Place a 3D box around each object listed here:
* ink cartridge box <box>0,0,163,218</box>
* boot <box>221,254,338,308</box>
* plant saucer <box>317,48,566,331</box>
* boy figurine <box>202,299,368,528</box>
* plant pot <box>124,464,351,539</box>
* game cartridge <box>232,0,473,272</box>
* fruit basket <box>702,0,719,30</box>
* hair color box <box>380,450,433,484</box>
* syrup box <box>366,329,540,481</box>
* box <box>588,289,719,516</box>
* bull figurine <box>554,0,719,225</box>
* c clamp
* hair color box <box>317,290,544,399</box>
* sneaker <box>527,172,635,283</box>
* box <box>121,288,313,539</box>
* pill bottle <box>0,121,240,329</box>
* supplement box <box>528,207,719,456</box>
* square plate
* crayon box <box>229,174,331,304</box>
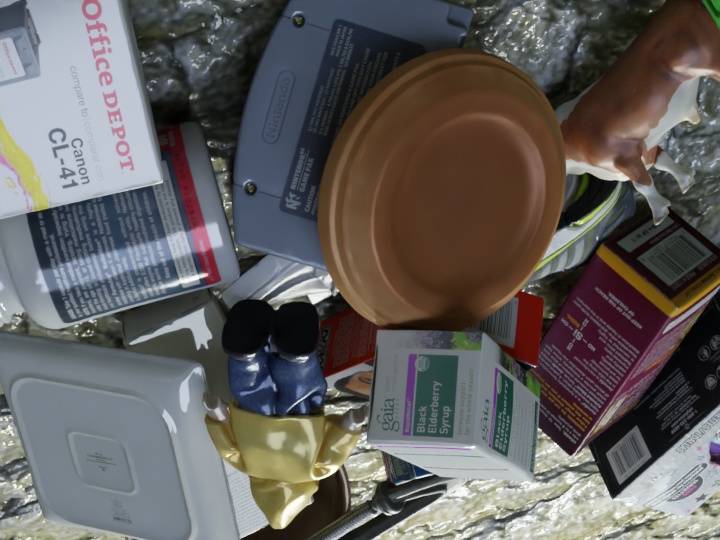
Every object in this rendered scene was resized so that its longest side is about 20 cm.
[{"bbox_3d":[-0.237,-0.112,0.903,0.199,0.086,0.148,-13,116,-5],"label":"ink cartridge box"},{"bbox_3d":[0.000,0.000,1.044,0.199,0.096,0.074,-33,-179,14],"label":"boot"},{"bbox_3d":[0.065,-0.048,0.969,0.199,0.037,0.201,-12,113,-28],"label":"plant saucer"},{"bbox_3d":[-0.055,0.116,1.075,0.124,0.065,0.201,0,131,5],"label":"boy figurine"},{"bbox_3d":[-0.114,0.197,1.277,0.200,0.093,0.202,-3,107,-11],"label":"plant pot"},{"bbox_3d":[-0.014,-0.101,0.980,0.132,0.042,0.201,17,99,-1],"label":"game cartridge"},{"bbox_3d":[0.323,-0.230,0.961,0.214,0.156,0.217,-3,126,-4],"label":"fruit basket"},{"bbox_3d":[0.075,0.150,1.279,0.099,0.061,0.200,-12,171,-8],"label":"hair color box"},{"bbox_3d":[0.072,0.102,1.040,0.081,0.079,0.200,0,166,18],"label":"syrup box"},{"bbox_3d":[0.318,0.121,1.353,0.114,0.133,0.200,17,128,-34],"label":"box"},{"bbox_3d":[0.214,-0.115,1.072,0.200,0.121,0.065,-51,173,36],"label":"bull figurine"},{"bbox_3d":[-0.008,0.214,1.178,0.200,0.027,0.171,-35,157,26],"label":"c clamp"},{"bbox_3d":[0.051,0.059,1.167,0.101,0.062,0.200,18,158,-24],"label":"hair color box"},{"bbox_3d":[0.150,-0.016,1.195,0.200,0.074,0.081,-37,141,23],"label":"sneaker"},{"bbox_3d":[-0.116,0.113,1.165,0.082,0.068,0.201,-25,110,-4],"label":"box"},{"bbox_3d":[-0.195,-0.025,1.016,0.199,0.120,0.120,-16,139,-5],"label":"pill bottle"},{"bbox_3d":[0.225,0.054,1.251,0.110,0.086,0.200,-28,153,-44],"label":"supplement box"},{"bbox_3d":[-0.200,0.147,1.150,0.199,0.028,0.199,7,123,24],"label":"square plate"},{"bbox_3d":[0.017,-0.067,1.102,0.199,0.052,0.126,-27,138,10],"label":"crayon box"}]
